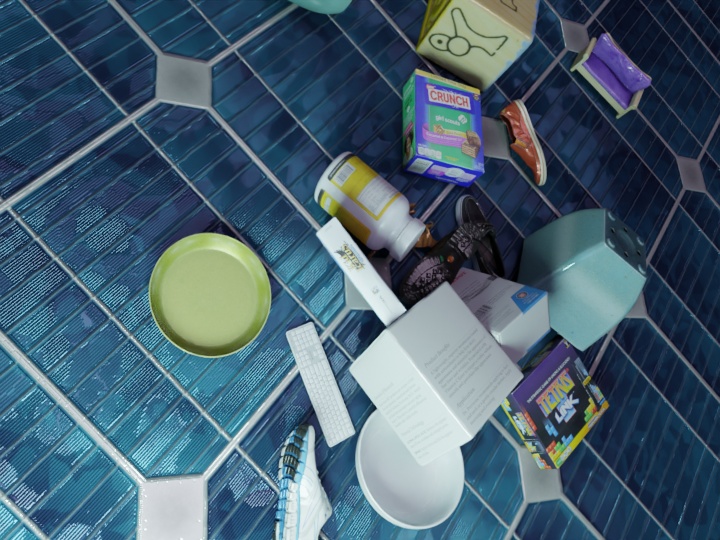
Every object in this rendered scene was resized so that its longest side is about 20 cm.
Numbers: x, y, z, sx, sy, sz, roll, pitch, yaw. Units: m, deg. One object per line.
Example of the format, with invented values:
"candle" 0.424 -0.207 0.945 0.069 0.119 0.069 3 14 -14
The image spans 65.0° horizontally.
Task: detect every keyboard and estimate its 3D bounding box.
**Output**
"keyboard" -0.068 0.192 0.967 0.055 0.011 0.206 -18 82 -28

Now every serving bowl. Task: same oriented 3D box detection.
"serving bowl" 0.075 0.327 0.948 0.194 0.066 0.206 12 56 -18

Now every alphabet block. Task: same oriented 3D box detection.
"alphabet block" 0.263 -0.569 1.266 0.195 0.195 0.202 24 63 -16

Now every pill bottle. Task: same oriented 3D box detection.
"pill bottle" 0.019 -0.111 1.026 0.199 0.113 0.112 40 61 8

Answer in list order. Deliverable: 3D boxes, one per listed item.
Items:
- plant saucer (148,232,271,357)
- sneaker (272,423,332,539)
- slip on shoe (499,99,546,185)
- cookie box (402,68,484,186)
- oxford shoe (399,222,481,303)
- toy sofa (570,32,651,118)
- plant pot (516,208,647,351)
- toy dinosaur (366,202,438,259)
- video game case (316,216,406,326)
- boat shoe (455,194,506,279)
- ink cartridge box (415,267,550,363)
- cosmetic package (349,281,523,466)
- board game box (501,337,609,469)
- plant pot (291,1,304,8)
"plant saucer" -0.244 0.041 0.923 0.194 0.031 0.207 8 71 -23
"sneaker" -0.083 0.346 0.884 0.084 0.074 0.207 13 76 -28
"slip on shoe" 0.377 -0.289 1.306 0.060 0.074 0.206 -22 89 6
"cookie box" 0.174 -0.301 1.202 0.166 0.075 0.207 9 69 -21
"oxford shoe" 0.144 -0.005 1.075 0.198 0.084 0.074 -39 95 -19
"toy sofa" 0.658 -0.511 1.483 0.199 0.097 0.084 41 61 -8
"plant pot" 0.459 -0.004 1.142 0.194 0.200 0.198 35 45 -10
"toy dinosaur" 0.092 -0.069 1.098 0.194 0.060 0.110 -1 75 -25
"video game case" 0.000 0.000 0.959 0.045 0.200 0.183 -39 91 1
"boat shoe" 0.253 -0.067 1.168 0.068 0.066 0.207 -4 75 -25
"ink cartridge box" 0.219 0.082 1.024 0.143 0.197 0.086 -32 121 -29
"cosmetic package" 0.119 0.167 0.922 0.163 0.166 0.202 -31 76 -37
"board game box" 0.387 0.261 1.130 0.198 0.057 0.168 -34 90 -30
"plant pot" -0.080 -0.616 1.128 0.158 0.198 0.207 21 65 -30
